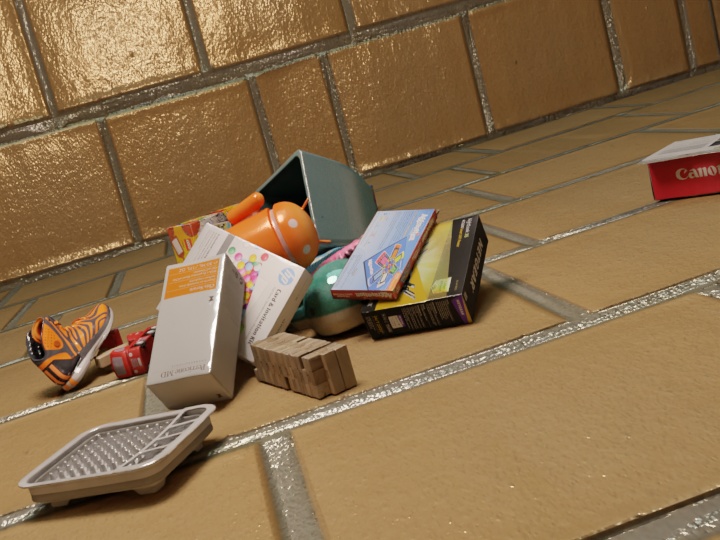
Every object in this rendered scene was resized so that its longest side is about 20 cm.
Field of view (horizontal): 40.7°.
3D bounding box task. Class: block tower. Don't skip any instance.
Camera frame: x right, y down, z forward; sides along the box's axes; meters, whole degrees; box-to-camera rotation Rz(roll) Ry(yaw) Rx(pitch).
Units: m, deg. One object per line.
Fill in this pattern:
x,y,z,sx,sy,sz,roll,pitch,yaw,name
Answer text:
-0.081,0.121,1.277,0.053,0.059,0.199,-21,10,-29,block tower

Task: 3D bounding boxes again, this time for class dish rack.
-0.271,0.216,1.116,0.196,0.044,0.172,-12,12,20,dish rack

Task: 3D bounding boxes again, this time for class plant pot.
-0.072,-0.095,1.923,0.197,0.200,0.195,4,-25,-37,plant pot

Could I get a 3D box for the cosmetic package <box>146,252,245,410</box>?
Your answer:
-0.226,0.083,1.352,0.100,0.072,0.203,-12,51,15,cosmetic package

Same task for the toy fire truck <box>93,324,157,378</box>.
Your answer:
-0.411,0.141,1.687,0.138,0.050,0.200,-15,12,7,toy fire truck

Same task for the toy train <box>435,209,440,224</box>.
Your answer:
0.056,-0.034,1.647,0.115,0.085,0.200,-36,-8,-29,toy train

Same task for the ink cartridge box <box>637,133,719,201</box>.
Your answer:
0.612,-0.183,1.697,0.198,0.085,0.174,-6,15,46,ink cartridge box

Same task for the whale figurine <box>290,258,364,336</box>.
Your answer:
-0.048,0.038,1.519,0.157,0.106,0.199,-23,9,-28,whale figurine

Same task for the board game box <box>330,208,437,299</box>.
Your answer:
0.038,-0.026,1.440,0.101,0.020,0.201,-2,37,28,board game box

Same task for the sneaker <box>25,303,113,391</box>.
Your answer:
-0.501,0.103,1.671,0.077,0.112,0.201,-37,23,27,sneaker

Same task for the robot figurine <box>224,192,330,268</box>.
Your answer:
-0.152,-0.036,1.552,0.197,0.146,0.117,-27,-31,5,robot figurine

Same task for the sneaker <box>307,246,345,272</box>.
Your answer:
-0.075,0.006,1.804,0.197,0.078,0.080,-20,9,-27,sneaker

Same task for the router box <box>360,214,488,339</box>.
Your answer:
0.097,0.008,1.424,0.154,0.053,0.201,-12,32,22,router box

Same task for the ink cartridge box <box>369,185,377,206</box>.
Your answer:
-0.042,-0.164,2.615,0.134,0.078,0.200,-13,13,17,ink cartridge box

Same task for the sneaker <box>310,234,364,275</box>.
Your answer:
0.000,0.000,1.598,0.199,0.096,0.079,-34,1,39,sneaker

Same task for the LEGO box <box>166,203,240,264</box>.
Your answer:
-0.249,-0.006,1.778,0.076,0.204,0.148,-5,15,45,LEGO box

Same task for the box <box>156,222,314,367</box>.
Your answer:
-0.189,0.036,1.447,0.198,0.158,0.041,25,-12,27,box
